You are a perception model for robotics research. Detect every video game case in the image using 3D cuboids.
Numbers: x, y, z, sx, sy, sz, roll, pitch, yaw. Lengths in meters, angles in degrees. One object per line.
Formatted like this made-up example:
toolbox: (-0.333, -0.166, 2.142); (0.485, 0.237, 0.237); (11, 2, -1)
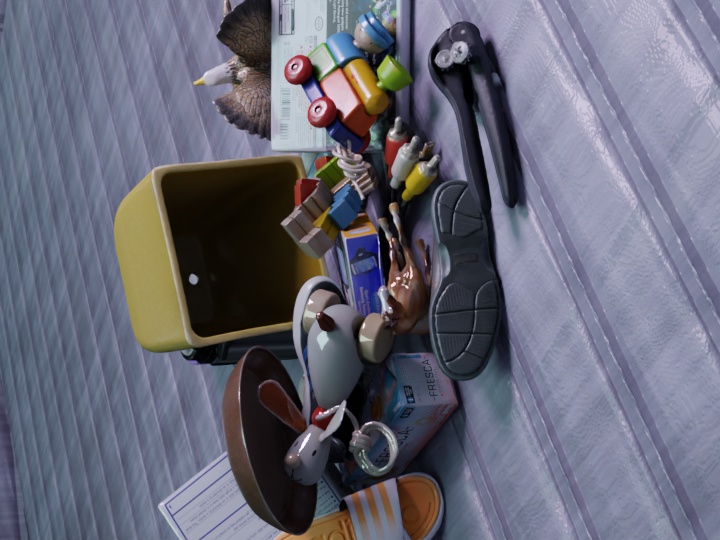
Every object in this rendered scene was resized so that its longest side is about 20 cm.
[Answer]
video game case: (-0.024, -0.233, 1.587); (0.181, 0.023, 0.201); (3, 95, 34)

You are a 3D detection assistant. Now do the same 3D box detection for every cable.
cable: (0.033, -0.080, 1.531); (0.097, 0.050, 0.200); (51, 137, 31)

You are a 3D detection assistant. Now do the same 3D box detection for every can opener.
can opener: (0.115, -0.150, 1.365); (0.063, 0.079, 0.201); (-25, 67, 21)

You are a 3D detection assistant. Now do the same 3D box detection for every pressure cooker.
pressure cooker: (-0.165, 0.030, 1.798); (0.176, 0.199, 0.180); (166, 102, -67)

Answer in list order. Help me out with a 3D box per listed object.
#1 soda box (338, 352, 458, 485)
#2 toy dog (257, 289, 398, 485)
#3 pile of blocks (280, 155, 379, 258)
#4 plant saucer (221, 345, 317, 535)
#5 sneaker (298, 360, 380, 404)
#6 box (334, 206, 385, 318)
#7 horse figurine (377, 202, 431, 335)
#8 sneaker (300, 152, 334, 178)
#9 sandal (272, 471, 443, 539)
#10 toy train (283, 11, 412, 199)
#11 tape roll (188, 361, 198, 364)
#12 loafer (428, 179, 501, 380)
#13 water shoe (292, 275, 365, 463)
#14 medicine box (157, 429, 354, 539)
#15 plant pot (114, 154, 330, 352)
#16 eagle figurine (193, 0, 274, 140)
soda box: (0.034, 0.163, 1.527); (0.200, 0.068, 0.064); (121, 142, -51)
toy dog: (-0.037, 0.114, 1.421); (0.131, 0.096, 0.201); (-6, 78, 25)
pile of blocks: (-0.034, -0.088, 1.518); (0.082, 0.062, 0.200); (-33, 18, 25)
plant saucer: (-0.097, 0.180, 1.470); (0.200, 0.034, 0.201); (-17, -90, -75)
sneaker: (-0.031, 0.120, 1.651); (0.105, 0.075, 0.201); (-126, 33, -47)
box: (0.000, 0.000, 1.536); (0.200, 0.041, 0.120); (-108, 9, -74)
horse figurine: (0.051, 0.017, 1.447); (0.200, 0.050, 0.133); (53, -156, -70)
sneaker: (-0.022, -0.133, 1.663); (0.082, 0.074, 0.201); (31, 117, 13)
sandal: (-0.008, 0.280, 1.495); (0.059, 0.206, 0.079); (44, -157, -72)
toy train: (0.009, -0.177, 1.486); (0.116, 0.085, 0.200); (-40, 53, 15)
tape roll: (-0.206, 0.034, 2.031); (0.200, 0.085, 0.201); (179, 90, -66)
loafer: (0.100, 0.013, 1.399); (0.063, 0.071, 0.201); (107, 164, -76)
water shoe: (-0.022, 0.105, 1.513); (0.079, 0.071, 0.201); (-3, 91, 52)
medicine box: (-0.094, 0.294, 1.598); (0.200, 0.182, 0.103); (53, -177, 19)
plant pot: (-0.175, -0.006, 1.595); (0.200, 0.195, 0.195); (-20, 81, 54)
eagle figurine: (-0.129, -0.244, 1.695); (0.151, 0.152, 0.200); (-49, 16, -3)
